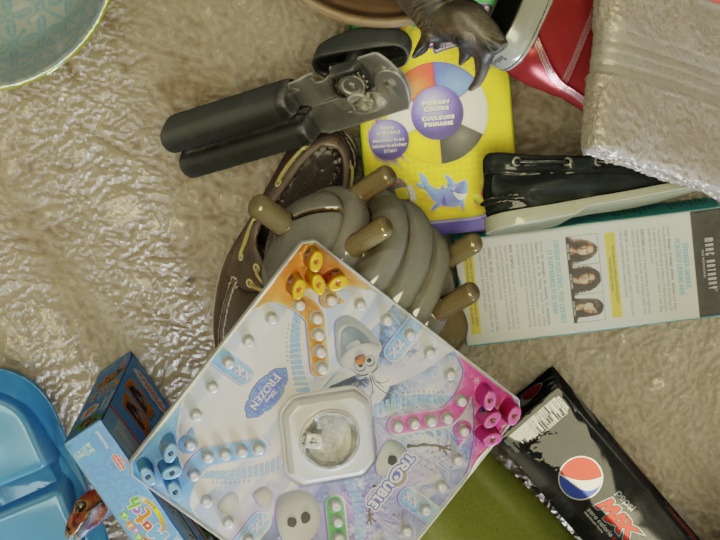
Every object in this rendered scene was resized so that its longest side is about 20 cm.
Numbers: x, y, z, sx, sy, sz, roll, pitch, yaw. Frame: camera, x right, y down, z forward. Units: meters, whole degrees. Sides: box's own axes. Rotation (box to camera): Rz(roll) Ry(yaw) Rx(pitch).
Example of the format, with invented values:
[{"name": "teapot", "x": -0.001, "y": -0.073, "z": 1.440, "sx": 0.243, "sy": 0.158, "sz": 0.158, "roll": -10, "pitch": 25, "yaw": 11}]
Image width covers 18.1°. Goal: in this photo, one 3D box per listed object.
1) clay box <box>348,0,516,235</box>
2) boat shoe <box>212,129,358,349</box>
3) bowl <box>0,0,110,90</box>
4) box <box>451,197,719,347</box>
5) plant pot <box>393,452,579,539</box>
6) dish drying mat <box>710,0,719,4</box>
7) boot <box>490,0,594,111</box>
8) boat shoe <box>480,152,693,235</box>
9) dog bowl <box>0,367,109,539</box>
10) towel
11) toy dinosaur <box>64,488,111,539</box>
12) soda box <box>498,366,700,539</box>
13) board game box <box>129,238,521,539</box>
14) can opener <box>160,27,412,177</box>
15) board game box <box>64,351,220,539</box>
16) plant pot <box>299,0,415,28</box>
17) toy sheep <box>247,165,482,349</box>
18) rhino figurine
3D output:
[{"name": "clay box", "x": 0.053, "y": -0.127, "z": 1.644, "sx": 0.114, "sy": 0.048, "sz": 0.202, "roll": -6, "pitch": 102, "yaw": 1}, {"name": "boat shoe", "x": -0.058, "y": -0.013, "z": 1.659, "sx": 0.071, "sy": 0.060, "sz": 0.201, "roll": 25, "pitch": 100, "yaw": -5}, {"name": "bowl", "x": -0.264, "y": -0.231, "z": 1.592, "sx": 0.199, "sy": 0.108, "sz": 0.202, "roll": 0, "pitch": 101, "yaw": 0}, {"name": "box", "x": 0.170, "y": 0.000, "z": 1.667, "sx": 0.198, "sy": 0.049, "sz": 0.083, "roll": -7, "pitch": 102, "yaw": 1}, {"name": "plant pot", "x": 0.052, "y": 0.203, "z": 1.647, "sx": 0.200, "sy": 0.200, "sz": 0.193, "roll": -35, "pitch": 88, "yaw": 6}, {"name": "dish drying mat", "x": 0.216, "y": -0.206, "z": 1.645, "sx": 0.198, "sy": 0.018, "sz": 0.077, "roll": -8, "pitch": 98, "yaw": 3}, {"name": "boot", "x": 0.183, "y": -0.205, "z": 1.609, "sx": 0.144, "sy": 0.072, "sz": 0.201, "roll": 28, "pitch": 78, "yaw": -19}, {"name": "boat shoe", "x": 0.174, "y": -0.074, "z": 1.628, "sx": 0.198, "sy": 0.074, "sz": 0.067, "roll": -12, "pitch": 85, "yaw": -17}, {"name": "dog bowl", "x": -0.259, "y": 0.163, "z": 1.698, "sx": 0.111, "sy": 0.050, "sz": 0.201, "roll": -22, "pitch": 100, "yaw": 4}, {"name": "towel", "x": 0.231, "y": -0.123, "z": 1.583, "sx": 0.199, "sy": 0.034, "sz": 0.134, "roll": 14, "pitch": 79, "yaw": -40}, {"name": "toy dinosaur", "x": -0.160, "y": 0.250, "z": 1.681, "sx": 0.104, "sy": 0.200, "sz": 0.183, "roll": -11, "pitch": 80, "yaw": 9}, {"name": "soda box", "x": 0.185, "y": 0.171, "z": 1.689, "sx": 0.063, "sy": 0.071, "sz": 0.200, "roll": -39, "pitch": 98, "yaw": 8}, {"name": "board game box", "x": -0.020, "y": 0.114, "z": 1.523, "sx": 0.200, "sy": 0.026, "sz": 0.200, "roll": 38, "pitch": 93, "yaw": -18}, {"name": "can opener", "x": -0.049, "y": -0.123, "z": 1.621, "sx": 0.199, "sy": 0.067, "sz": 0.053, "roll": -14, "pitch": 129, "yaw": 30}, {"name": "board game box", "x": -0.145, "y": 0.150, "z": 1.619, "sx": 0.036, "sy": 0.200, "sz": 0.152, "roll": -33, "pitch": 99, "yaw": 7}, {"name": "plant pot", "x": 0.016, "y": -0.275, "z": 1.593, "sx": 0.199, "sy": 0.093, "sz": 0.202, "roll": 0, "pitch": 101, "yaw": 1}, {"name": "toy sheep", "x": 0.000, "y": 0.000, "z": 1.579, "sx": 0.200, "sy": 0.138, "sz": 0.138, "roll": 39, "pitch": 99, "yaw": -27}, {"name": "rhino figurine", "x": 0.053, "y": -0.219, "z": 1.526, "sx": 0.087, "sy": 0.060, "sz": 0.201, "roll": -10, "pitch": 102, "yaw": 21}]
